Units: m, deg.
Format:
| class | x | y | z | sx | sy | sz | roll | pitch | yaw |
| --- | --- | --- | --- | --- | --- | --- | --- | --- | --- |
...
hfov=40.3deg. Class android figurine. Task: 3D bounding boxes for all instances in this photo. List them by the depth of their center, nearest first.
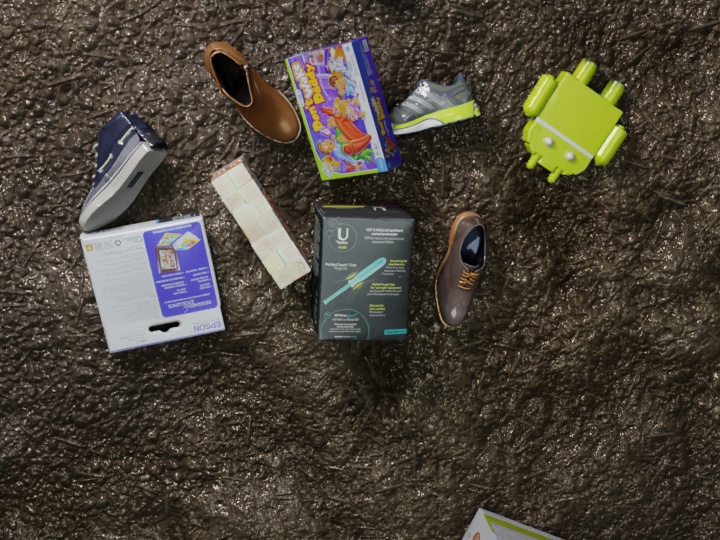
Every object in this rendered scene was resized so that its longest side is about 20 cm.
| class | x | y | z | sx | sy | sz | roll | pitch | yaw |
| --- | --- | --- | --- | --- | --- | --- | --- | --- | --- |
| android figurine | 0.350 | -0.243 | 1.623 | 0.181 | 0.041 | 0.201 | 33 | 96 | -15 |

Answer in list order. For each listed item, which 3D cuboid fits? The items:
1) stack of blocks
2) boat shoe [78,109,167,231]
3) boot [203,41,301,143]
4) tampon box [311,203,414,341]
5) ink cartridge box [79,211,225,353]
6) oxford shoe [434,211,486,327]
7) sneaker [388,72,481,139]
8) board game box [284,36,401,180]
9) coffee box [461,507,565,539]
| class | x | y | z | sx | sy | sz | roll | pitch | yaw |
| --- | --- | --- | --- | --- | --- | --- | --- | --- | --- |
| stack of blocks | -0.158 | -0.079 | 1.552 | 0.058 | 0.115 | 0.201 | -31 | 106 | 1 |
| boat shoe | -0.388 | -0.158 | 1.530 | 0.200 | 0.075 | 0.093 | -44 | 74 | 18 |
| boot | -0.159 | -0.264 | 1.482 | 0.076 | 0.155 | 0.200 | -36 | 107 | 2 |
| tampon box | 0.000 | 0.000 | 1.590 | 0.149 | 0.126 | 0.202 | 1 | 104 | -9 |
| ink cartridge box | -0.333 | 0.019 | 1.587 | 0.196 | 0.043 | 0.202 | -10 | 110 | -5 |
| oxford shoe | 0.169 | 0.005 | 1.644 | 0.071 | 0.073 | 0.202 | 5 | 104 | -10 |
| sneaker | 0.089 | -0.261 | 1.572 | 0.198 | 0.074 | 0.082 | -14 | 92 | -7 |
| board game box | -0.026 | -0.248 | 1.523 | 0.134 | 0.045 | 0.201 | -4 | 111 | 38 |
| coffee box | 0.276 | 0.583 | 1.747 | 0.199 | 0.198 | 0.201 | 23 | 101 | -13 |
